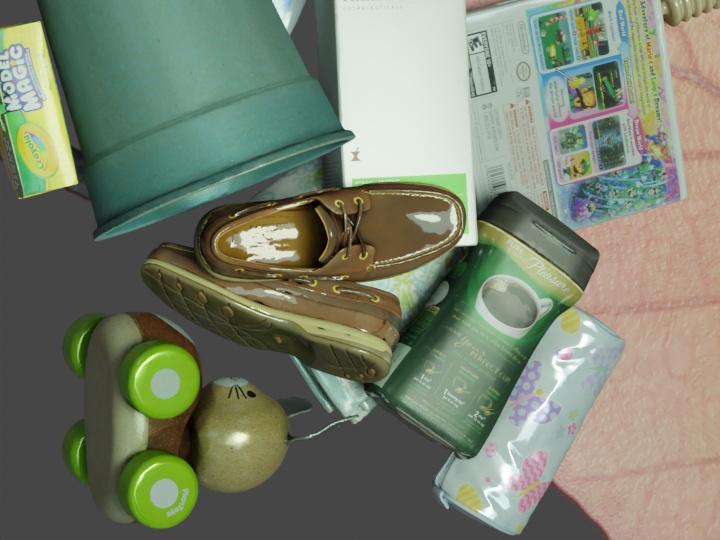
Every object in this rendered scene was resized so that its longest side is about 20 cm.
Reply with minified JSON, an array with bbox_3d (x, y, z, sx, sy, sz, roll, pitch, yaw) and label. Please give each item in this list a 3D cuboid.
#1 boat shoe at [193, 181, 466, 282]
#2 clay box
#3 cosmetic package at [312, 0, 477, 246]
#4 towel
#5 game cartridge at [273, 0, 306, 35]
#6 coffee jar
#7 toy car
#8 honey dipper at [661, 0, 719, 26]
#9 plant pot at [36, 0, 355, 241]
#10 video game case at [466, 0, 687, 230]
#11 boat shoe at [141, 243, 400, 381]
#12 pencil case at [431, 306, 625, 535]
[{"bbox_3d":[-0.018,-0.024,1.288,0.200,0.068,0.072,-6,93,-8],"label":"boat shoe"},{"bbox_3d":[-0.238,-0.117,1.269,0.048,0.200,0.115,-14,101,-12],"label":"clay box"},{"bbox_3d":[0.026,-0.116,1.370,0.107,0.085,0.200,-5,93,-12],"label":"cosmetic package"},{"bbox_3d":[0.000,0.000,1.440,0.171,0.048,0.200,-37,106,-13],"label":"towel"},{"bbox_3d":[-0.120,-0.202,1.383,0.133,0.040,0.200,33,87,-22],"label":"game cartridge"},{"bbox_3d":[0.097,0.040,1.406,0.104,0.085,0.200,36,84,-9],"label":"coffee jar"},{"bbox_3d":[-0.108,0.107,1.367,0.200,0.164,0.158,-2,98,-27],"label":"toy car"},{"bbox_3d":[0.205,-0.199,1.483,0.200,0.038,0.038,-23,103,-11],"label":"honey dipper"},{"bbox_3d":[-0.131,-0.148,1.274,0.200,0.200,0.196,-22,90,-13],"label":"plant pot"},{"bbox_3d":[0.169,-0.130,1.466,0.182,0.024,0.200,-15,109,-10],"label":"video game case"},{"bbox_3d":[-0.065,0.020,1.357,0.200,0.072,0.068,20,65,2],"label":"boat shoe"},{"bbox_3d":[0.138,0.118,1.475,0.091,0.083,0.200,28,89,-34],"label":"pencil case"}]
